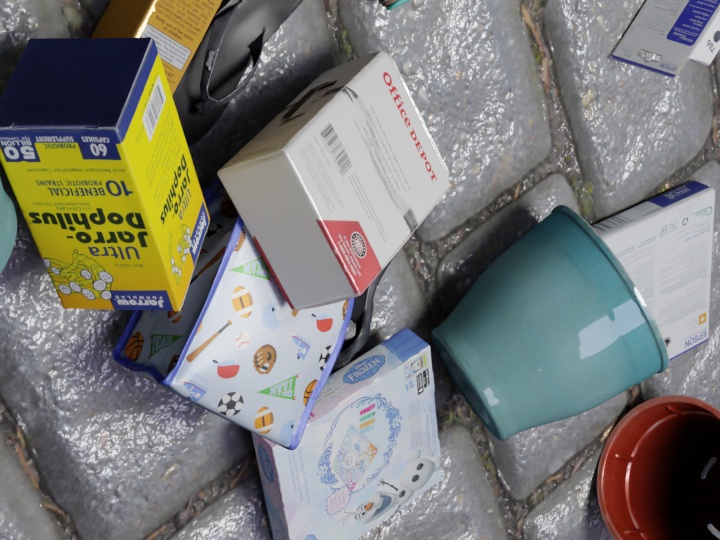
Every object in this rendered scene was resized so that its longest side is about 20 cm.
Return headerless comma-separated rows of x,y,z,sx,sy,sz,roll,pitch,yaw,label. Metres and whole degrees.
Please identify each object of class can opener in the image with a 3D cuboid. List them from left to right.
0.000,0.000,1.595,0.063,0.079,0.202,22,91,-3,can opener

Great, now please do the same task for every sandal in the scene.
-0.113,-0.197,1.419,0.076,0.043,0.201,39,82,-42,sandal

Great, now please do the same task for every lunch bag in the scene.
-0.102,0.032,1.469,0.169,0.123,0.202,31,81,-40,lunch bag

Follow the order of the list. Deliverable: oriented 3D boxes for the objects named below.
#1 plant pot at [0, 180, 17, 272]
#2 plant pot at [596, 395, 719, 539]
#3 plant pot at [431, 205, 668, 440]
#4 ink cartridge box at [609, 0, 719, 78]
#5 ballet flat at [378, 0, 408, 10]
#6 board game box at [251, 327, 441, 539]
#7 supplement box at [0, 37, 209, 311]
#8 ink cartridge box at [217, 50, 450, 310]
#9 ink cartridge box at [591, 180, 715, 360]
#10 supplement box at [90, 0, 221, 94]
-0.352,-0.062,1.192,0.200,0.199,0.188,-47,145,-13,plant pot
0.418,0.263,1.962,0.194,0.200,0.203,17,98,-50,plant pot
0.183,0.069,1.677,0.187,0.200,0.201,-33,128,-5,plant pot
0.357,-0.286,1.727,0.201,0.099,0.039,-55,133,-5,ink cartridge box
0.084,-0.312,1.526,0.199,0.072,0.073,-32,126,-25,ballet flat
-0.009,0.186,1.645,0.198,0.043,0.201,-32,136,-26,board game box
-0.203,-0.074,1.301,0.201,0.107,0.110,77,20,-45,supplement box
-0.018,-0.082,1.445,0.148,0.082,0.200,62,39,-18,ink cartridge box
0.326,0.020,1.871,0.195,0.043,0.202,-22,123,-32,ink cartridge box
-0.158,-0.229,1.354,0.068,0.066,0.202,26,92,-42,supplement box
